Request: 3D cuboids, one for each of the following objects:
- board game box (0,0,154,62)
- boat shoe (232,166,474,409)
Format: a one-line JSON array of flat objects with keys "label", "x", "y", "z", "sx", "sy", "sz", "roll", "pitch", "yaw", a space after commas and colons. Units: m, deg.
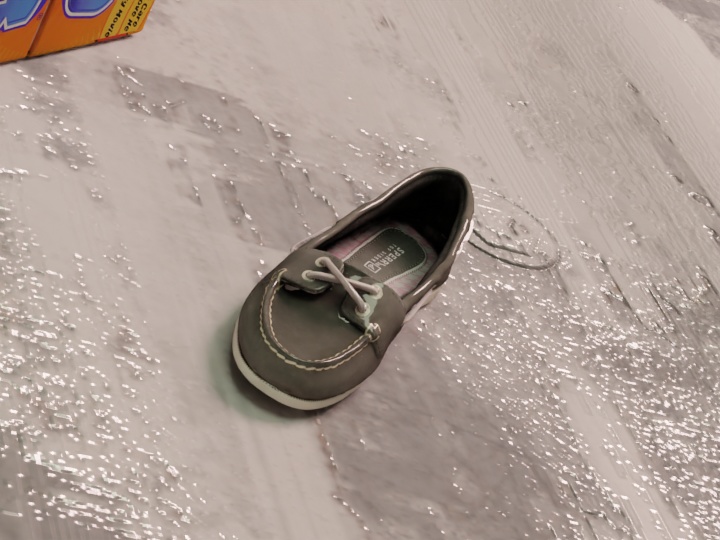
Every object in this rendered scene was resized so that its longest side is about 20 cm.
[{"label": "board game box", "x": -0.196, "y": -0.241, "z": 1.122, "sx": 0.200, "sy": 0.201, "sz": 0.199, "roll": 38, "pitch": 29, "yaw": 18}, {"label": "boat shoe", "x": 0.000, "y": 0.000, "z": 1.044, "sx": 0.067, "sy": 0.057, "sz": 0.200, "roll": 32, "pitch": 26, "yaw": 9}]
